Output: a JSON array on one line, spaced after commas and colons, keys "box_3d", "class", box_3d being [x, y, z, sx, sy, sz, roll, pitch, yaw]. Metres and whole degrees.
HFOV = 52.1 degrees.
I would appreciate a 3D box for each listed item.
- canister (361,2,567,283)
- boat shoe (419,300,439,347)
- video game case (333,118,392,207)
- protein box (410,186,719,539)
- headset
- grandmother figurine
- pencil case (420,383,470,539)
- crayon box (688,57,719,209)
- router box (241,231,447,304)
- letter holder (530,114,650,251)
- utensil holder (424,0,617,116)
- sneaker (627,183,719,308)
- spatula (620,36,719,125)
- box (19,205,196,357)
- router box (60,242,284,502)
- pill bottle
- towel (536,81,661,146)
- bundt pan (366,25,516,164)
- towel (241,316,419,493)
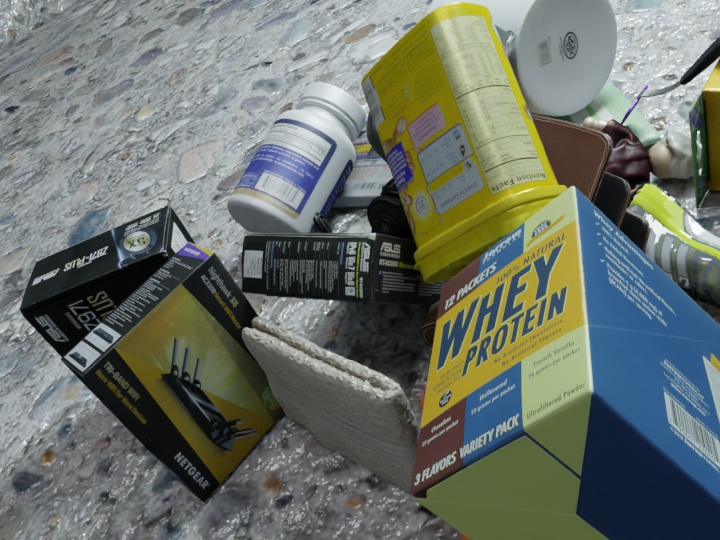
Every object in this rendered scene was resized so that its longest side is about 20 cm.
[{"box_3d": [0.086, -0.109, 0.646, 0.086, 0.201, 0.148, -9, -15, -39], "class": "canister"}, {"box_3d": [0.144, 0.070, 0.675, 0.199, 0.076, 0.074, 2, 51, 33], "class": "boat shoe"}, {"box_3d": [-0.002, -0.155, 1.047, 0.199, 0.023, 0.183, 1, 47, 32], "class": "video game case"}, {"box_3d": [0.159, 0.093, 0.490, 0.135, 0.198, 0.200, -40, 19, 33], "class": "protein box"}, {"box_3d": [0.039, -0.081, 0.863, 0.200, 0.094, 0.124, -37, 8, 25], "class": "headset"}, {"box_3d": [0.269, -0.113, 0.812, 0.199, 0.061, 0.122, -8, 85, 15], "class": "grandmother figurine"}, {"box_3d": [0.107, 0.166, 0.584, 0.088, 0.089, 0.201, -22, 41, 6], "class": "pencil case"}, {"box_3d": [0.398, -0.170, 0.754, 0.051, 0.126, 0.200, 14, 54, 38], "class": "crayon box"}, {"box_3d": [0.000, 0.000, 0.745, 0.149, 0.200, 0.063, 2, 88, 32], "class": "router box"}, {"box_3d": [0.174, -0.071, 0.721, 0.200, 0.100, 0.143, 26, 101, 53], "class": "letter holder"}, {"box_3d": [0.198, -0.287, 0.938, 0.170, 0.170, 0.200, -38, 31, -13], "class": "utensil holder"}, {"box_3d": [0.298, 0.003, 0.678, 0.081, 0.074, 0.200, -42, 37, 11], "class": "sneaker"}, {"box_3d": [0.326, -0.197, 0.777, 0.057, 0.021, 0.200, -51, 4, -24], "class": "spatula"}, {"box_3d": [-0.231, 0.055, 0.799, 0.163, 0.201, 0.086, -21, 38, 6], "class": "box"}, {"box_3d": [-0.158, 0.100, 0.709, 0.052, 0.201, 0.157, 18, 57, 45], "class": "router box"}, {"box_3d": [-0.075, -0.136, 0.953, 0.119, 0.120, 0.201, 13, 68, 39], "class": "pill bottle"}, {"box_3d": [0.244, -0.163, 0.917, 0.199, 0.023, 0.153, -20, 40, 6], "class": "towel"}, {"box_3d": [0.076, -0.202, 0.809, 0.202, 0.076, 0.202, -50, 12, 14], "class": "bundt pan"}, {"box_3d": [-0.023, 0.120, 0.665, 0.199, 0.133, 0.034, 18, 52, 42], "class": "towel"}]
